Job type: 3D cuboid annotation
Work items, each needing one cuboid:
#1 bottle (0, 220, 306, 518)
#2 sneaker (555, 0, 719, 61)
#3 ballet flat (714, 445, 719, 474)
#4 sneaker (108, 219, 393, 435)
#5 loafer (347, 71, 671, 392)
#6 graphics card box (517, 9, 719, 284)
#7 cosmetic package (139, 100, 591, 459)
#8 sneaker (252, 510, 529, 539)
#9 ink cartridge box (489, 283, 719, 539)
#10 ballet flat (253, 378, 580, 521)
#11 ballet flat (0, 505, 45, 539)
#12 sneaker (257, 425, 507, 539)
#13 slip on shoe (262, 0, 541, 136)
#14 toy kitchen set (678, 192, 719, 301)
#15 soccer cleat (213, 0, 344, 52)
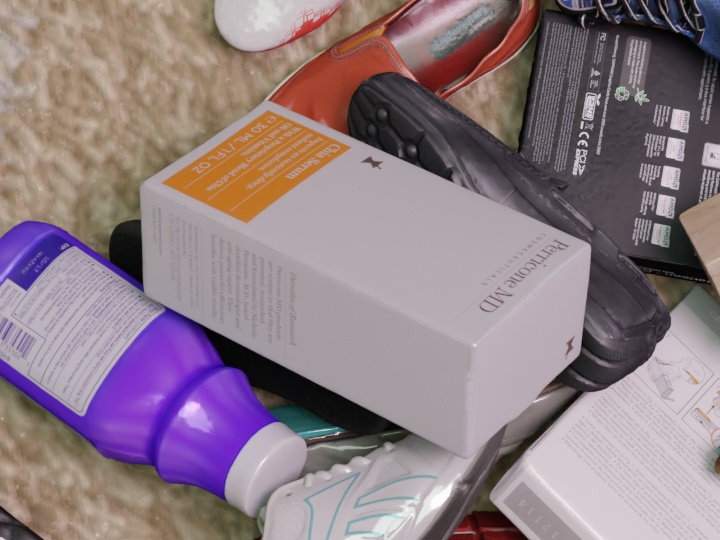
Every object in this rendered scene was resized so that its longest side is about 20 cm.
[{"bbox_3d":[-0.116,0.053,1.149,0.199,0.065,0.084,32,78,25],"label":"bottle"},{"bbox_3d":[0.147,-0.146,1.157,0.089,0.079,0.200,-30,48,-18],"label":"sneaker"},{"bbox_3d":[0.274,0.093,1.148,0.199,0.068,0.073,-18,93,-23],"label":"ballet flat"},{"bbox_3d":[-0.030,0.012,1.185,0.201,0.068,0.108,25,41,32],"label":"sneaker"},{"bbox_3d":[0.073,-0.025,1.140,0.201,0.068,0.070,46,47,13],"label":"loafer"},{"bbox_3d":[0.181,-0.057,1.192,0.198,0.051,0.127,9,83,2],"label":"graphics card box"},{"bbox_3d":[0.000,0.000,1.087,0.199,0.072,0.101,25,43,27],"label":"cosmetic package"},{"bbox_3d":[0.036,0.191,1.165,0.198,0.078,0.117,-1,101,-1],"label":"sneaker"},{"bbox_3d":[0.190,0.128,1.154,0.200,0.045,0.176,45,48,7],"label":"ink cartridge box"},{"bbox_3d":[0.030,0.088,1.179,0.198,0.067,0.064,-13,109,1],"label":"ballet flat"},{"bbox_3d":[-0.210,0.144,1.164,0.199,0.067,0.057,31,58,3],"label":"ballet flat"},{"bbox_3d":[-0.002,0.119,1.092,0.080,0.071,0.200,36,70,17],"label":"sneaker"},{"bbox_3d":[0.011,-0.099,1.197,0.199,0.061,0.074,-36,84,-3],"label":"slip on shoe"},{"bbox_3d":[0.290,0.044,1.084,0.180,0.163,0.201,-28,46,6],"label":"toy kitchen set"},{"bbox_3d":[-0.003,-0.197,1.198,0.200,0.085,0.069,-42,83,-4],"label":"soccer cleat"}]
